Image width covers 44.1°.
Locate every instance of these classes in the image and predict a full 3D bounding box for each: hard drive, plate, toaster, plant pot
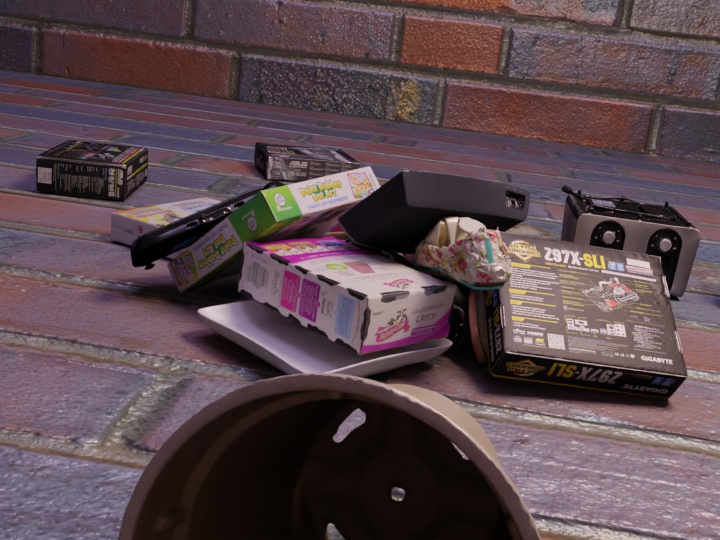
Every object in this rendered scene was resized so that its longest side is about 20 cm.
[{"bbox_3d":[0.088,-0.060,1.006,0.199,0.043,0.135,4,-24,-39],"label":"hard drive"},{"bbox_3d":[-0.039,0.070,0.930,0.198,0.033,0.199,-9,22,-42],"label":"plate"},{"bbox_3d":[0.397,-0.046,1.356,0.179,0.120,0.200,9,17,4],"label":"toaster"},{"bbox_3d":[0.006,0.141,0.467,0.198,0.203,0.183,11,5,14],"label":"plant pot"}]

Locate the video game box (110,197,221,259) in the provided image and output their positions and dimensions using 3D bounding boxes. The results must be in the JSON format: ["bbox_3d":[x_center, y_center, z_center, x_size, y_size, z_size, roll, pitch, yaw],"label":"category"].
[{"bbox_3d":[-0.222,-0.058,1.274,0.181,0.047,0.199,13,17,29],"label":"video game box"}]

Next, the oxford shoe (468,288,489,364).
[{"bbox_3d":[0.171,0.027,1.000,0.073,0.071,0.201,-5,35,27],"label":"oxford shoe"}]

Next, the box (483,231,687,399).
[{"bbox_3d":[0.232,0.045,0.942,0.198,0.050,0.161,8,49,-8],"label":"box"}]

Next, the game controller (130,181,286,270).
[{"bbox_3d":[-0.177,-0.053,1.049,0.199,0.042,0.104,-26,9,-19],"label":"game controller"}]

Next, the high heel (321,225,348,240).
[{"bbox_3d":[-0.060,-0.076,1.241,0.198,0.068,0.097,18,53,-1],"label":"high heel"}]

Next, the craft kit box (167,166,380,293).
[{"bbox_3d":[-0.102,-0.050,1.074,0.199,0.049,0.197,-31,-4,39],"label":"craft kit box"}]

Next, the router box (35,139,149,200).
[{"bbox_3d":[-0.462,-0.178,1.551,0.148,0.063,0.200,5,16,-3],"label":"router box"}]

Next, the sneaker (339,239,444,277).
[{"bbox_3d":[0.000,0.000,1.108,0.198,0.076,0.104,6,10,26],"label":"sneaker"}]

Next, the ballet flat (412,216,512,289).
[{"bbox_3d":[0.106,-0.024,0.930,0.075,0.065,0.200,-6,8,-16],"label":"ballet flat"}]

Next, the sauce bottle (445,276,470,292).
[{"bbox_3d":[0.088,-0.025,1.252,0.199,0.065,0.064,22,22,38],"label":"sauce bottle"}]

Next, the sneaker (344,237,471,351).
[{"bbox_3d":[0.061,0.025,1.040,0.199,0.067,0.090,37,19,28],"label":"sneaker"}]

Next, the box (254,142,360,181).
[{"bbox_3d":[-0.117,-0.227,1.888,0.198,0.050,0.158,2,17,-17],"label":"box"}]

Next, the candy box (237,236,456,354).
[{"bbox_3d":[-0.017,0.020,0.942,0.136,0.062,0.199,-6,20,-44],"label":"candy box"}]
